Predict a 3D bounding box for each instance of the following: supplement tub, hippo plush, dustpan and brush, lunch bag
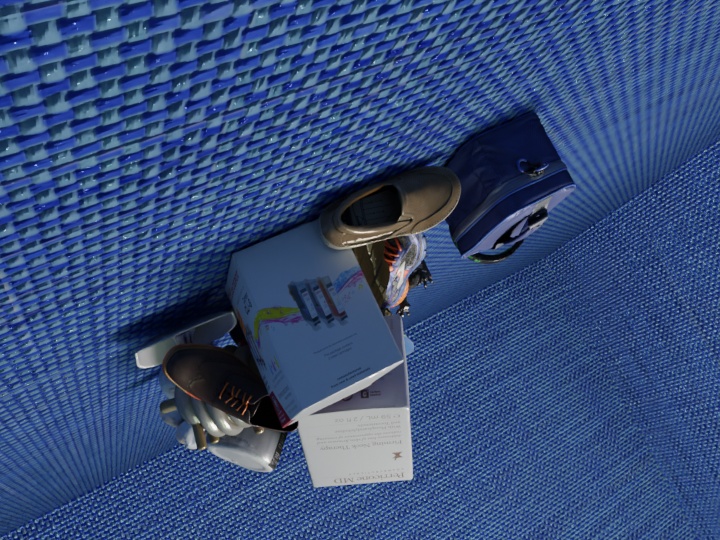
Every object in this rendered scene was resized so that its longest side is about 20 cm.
[{"bbox_3d":[-0.159,0.204,1.173,0.123,0.120,0.204,135,-24,-62],"label":"supplement tub"},{"bbox_3d":[-0.255,0.209,1.237,0.194,0.163,0.162,-7,157,-2],"label":"hippo plush"},{"bbox_3d":[-0.242,0.104,1.021,0.137,0.059,0.199,-23,-174,-17],"label":"dustpan and brush"},{"bbox_3d":[0.193,-0.105,0.989,0.133,0.135,0.200,-24,170,-20],"label":"lunch bag"}]

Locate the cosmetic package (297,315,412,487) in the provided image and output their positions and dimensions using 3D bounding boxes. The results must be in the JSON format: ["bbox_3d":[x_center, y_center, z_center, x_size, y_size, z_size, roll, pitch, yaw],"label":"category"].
[{"bbox_3d":[-0.007,0.200,1.122,0.162,0.169,0.203,-5,136,2],"label":"cosmetic package"}]

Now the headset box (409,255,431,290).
[{"bbox_3d":[0.032,0.018,1.330,0.197,0.076,0.148,-31,169,17],"label":"headset box"}]

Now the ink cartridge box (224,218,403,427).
[{"bbox_3d":[-0.065,0.063,0.913,0.142,0.204,0.146,-21,168,-21],"label":"ink cartridge box"}]

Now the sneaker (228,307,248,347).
[{"bbox_3d":[-0.110,0.066,1.138,0.197,0.086,0.075,-28,171,-18],"label":"sneaker"}]

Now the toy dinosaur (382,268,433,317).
[{"bbox_3d":[0.071,0.021,1.188,0.046,0.088,0.204,9,114,-28],"label":"toy dinosaur"}]

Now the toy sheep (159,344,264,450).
[{"bbox_3d":[-0.198,0.176,1.054,0.195,0.142,0.138,-16,172,5],"label":"toy sheep"}]

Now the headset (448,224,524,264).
[{"bbox_3d":[0.223,-0.101,1.163,0.201,0.123,0.094,-48,174,-7],"label":"headset"}]

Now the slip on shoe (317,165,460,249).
[{"bbox_3d":[0.043,-0.080,0.878,0.196,0.078,0.060,-16,174,-22],"label":"slip on shoe"}]

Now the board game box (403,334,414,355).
[{"bbox_3d":[-0.005,0.092,1.217,0.194,0.040,0.159,5,156,16],"label":"board game box"}]

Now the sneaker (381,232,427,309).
[{"bbox_3d":[0.041,-0.006,1.078,0.078,0.075,0.203,-32,148,-36],"label":"sneaker"}]

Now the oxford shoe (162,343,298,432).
[{"bbox_3d":[-0.160,0.152,0.947,0.073,0.197,0.072,-63,-152,-2],"label":"oxford shoe"}]

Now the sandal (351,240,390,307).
[{"bbox_3d":[0.001,-0.017,0.978,0.201,0.053,0.083,73,37,-58],"label":"sandal"}]
